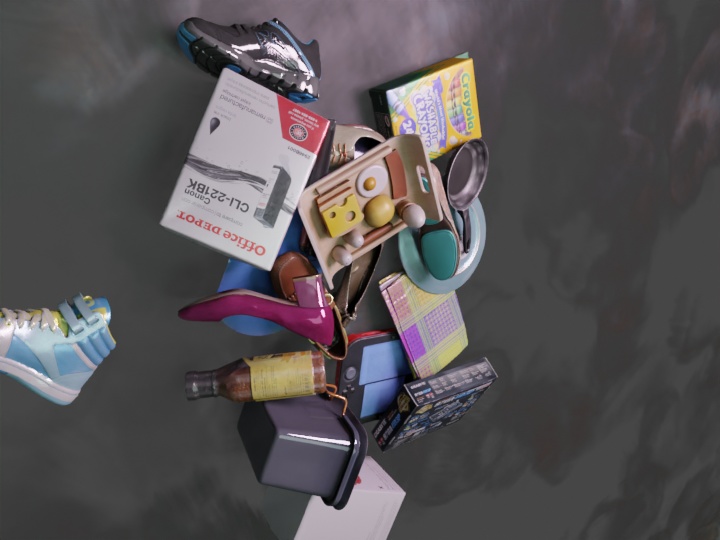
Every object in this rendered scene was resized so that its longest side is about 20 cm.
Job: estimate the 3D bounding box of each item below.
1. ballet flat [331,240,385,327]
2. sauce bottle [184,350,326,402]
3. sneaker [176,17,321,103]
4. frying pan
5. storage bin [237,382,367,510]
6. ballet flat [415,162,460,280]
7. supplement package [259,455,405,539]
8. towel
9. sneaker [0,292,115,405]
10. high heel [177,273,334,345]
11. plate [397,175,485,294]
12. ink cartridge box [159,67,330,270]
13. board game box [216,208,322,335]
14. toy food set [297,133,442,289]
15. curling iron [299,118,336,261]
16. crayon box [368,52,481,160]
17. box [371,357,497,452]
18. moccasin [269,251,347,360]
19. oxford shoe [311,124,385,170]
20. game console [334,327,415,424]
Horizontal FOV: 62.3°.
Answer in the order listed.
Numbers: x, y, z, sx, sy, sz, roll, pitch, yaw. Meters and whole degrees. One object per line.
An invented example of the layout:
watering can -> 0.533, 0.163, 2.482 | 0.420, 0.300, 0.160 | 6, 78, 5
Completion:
ballet flat -> 0.000, 0.000, 0.943 | 0.067, 0.046, 0.203 | 20, 95, -38
sauce bottle -> -0.148, 0.154, 0.852 | 0.196, 0.066, 0.067 | -4, 111, -8
sneaker -> -0.134, -0.276, 0.747 | 0.198, 0.073, 0.083 | 10, 85, -42
frying pan -> 0.179, -0.131, 0.981 | 0.115, 0.031, 0.191 | -49, 141, -21
storage bin -> -0.094, 0.237, 0.883 | 0.133, 0.200, 0.148 | 18, 98, -28
ballet flat -> 0.121, -0.080, 0.937 | 0.068, 0.067, 0.202 | -64, 146, -49
supplement package -> -0.047, 0.389, 1.008 | 0.198, 0.121, 0.121 | 19, 97, -38
towel -> 0.115, 0.077, 1.037 | 0.143, 0.023, 0.202 | -33, 111, -28
sneaker -> -0.373, 0.057, 0.692 | 0.131, 0.079, 0.201 | -46, 136, -9
high heel -> -0.134, 0.069, 0.775 | 0.196, 0.067, 0.098 | -10, 95, 3
plate -> 0.148, -0.059, 1.015 | 0.197, 0.025, 0.204 | -5, 98, -33
ink cartridge box -> -0.144, -0.118, 0.739 | 0.142, 0.084, 0.203 | 23, 88, -15
board game box -> -0.130, -0.005, 0.861 | 0.157, 0.039, 0.203 | 14, 104, -42
toy food set -> 0.017, -0.079, 0.821 | 0.198, 0.060, 0.145 | -32, 130, -13
curling iron -> -0.053, -0.107, 0.816 | 0.049, 0.026, 0.203 | -8, 120, -29
crayon box -> 0.117, -0.249, 0.929 | 0.198, 0.051, 0.127 | -28, 121, -24
box -> 0.133, 0.241, 1.071 | 0.198, 0.046, 0.160 | -11, 144, -34
moccasin -> -0.069, 0.056, 0.858 | 0.073, 0.078, 0.203 | -32, 129, -18
oxford shoe -> -0.043, -0.174, 0.832 | 0.197, 0.074, 0.072 | -12, 116, -29
game console -> 0.041, 0.186, 1.051 | 0.197, 0.031, 0.180 | -6, 110, -32
